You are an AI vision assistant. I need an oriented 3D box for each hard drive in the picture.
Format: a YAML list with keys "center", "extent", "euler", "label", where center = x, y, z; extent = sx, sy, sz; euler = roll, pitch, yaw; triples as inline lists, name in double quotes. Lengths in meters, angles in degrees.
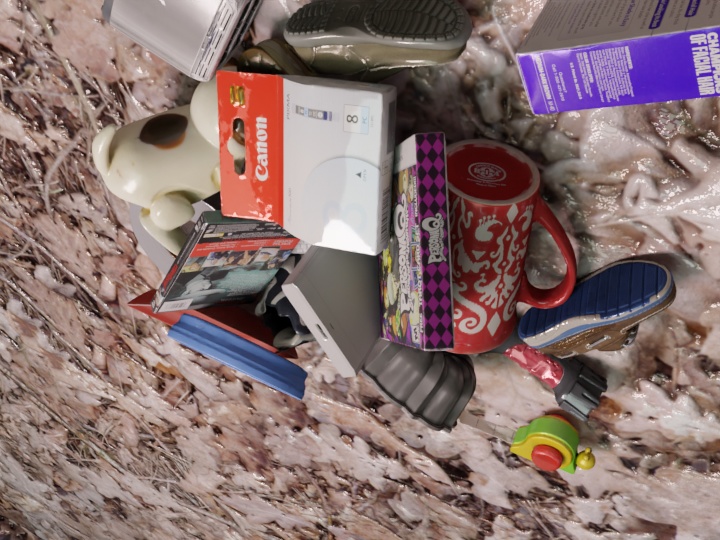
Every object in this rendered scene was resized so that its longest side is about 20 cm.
- center: [0.000, 0.000, 0.972]
  extent: [0.026, 0.201, 0.133]
  euler: [-9, 125, 40]
  label: "hard drive"

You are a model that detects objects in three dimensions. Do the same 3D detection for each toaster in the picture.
- center: [-0.171, -0.282, 0.868]
  extent: [0.128, 0.114, 0.200]
  euler: [35, 138, -7]
  label: "toaster"

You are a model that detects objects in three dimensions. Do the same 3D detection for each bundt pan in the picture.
- center: [0.065, 0.099, 1.069]
  extent: [0.201, 0.202, 0.076]
  euler: [39, 102, -8]
  label: "bundt pan"

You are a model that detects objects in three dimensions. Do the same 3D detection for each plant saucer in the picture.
- center: [-0.213, 0.074, 1.268]
  extent: [0.199, 0.037, 0.199]
  euler: [30, 160, -35]
  label: "plant saucer"

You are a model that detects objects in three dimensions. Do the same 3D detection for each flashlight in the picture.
- center: [0.200, 0.108, 1.054]
  extent: [0.199, 0.068, 0.068]
  euler: [35, 108, 5]
  label: "flashlight"

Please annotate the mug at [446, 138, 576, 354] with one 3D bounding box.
- center: [0.139, -0.033, 0.935]
  extent: [0.202, 0.175, 0.134]
  euler: [94, 154, -44]
  label: "mug"

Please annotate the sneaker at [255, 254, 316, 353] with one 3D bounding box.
- center: [-0.058, 0.082, 1.160]
  extent: [0.199, 0.130, 0.079]
  euler: [46, 141, -16]
  label: "sneaker"

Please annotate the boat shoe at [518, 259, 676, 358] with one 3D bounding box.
- center: [0.269, 0.048, 0.955]
  extent: [0.072, 0.073, 0.199]
  euler: [35, 146, -23]
  label: "boat shoe"

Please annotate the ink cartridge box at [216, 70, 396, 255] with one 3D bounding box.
- center: [-0.064, -0.112, 0.875]
  extent: [0.197, 0.047, 0.162]
  euler: [9, 113, 17]
  label: "ink cartridge box"

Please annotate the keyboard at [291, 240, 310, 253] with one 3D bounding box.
- center: [-0.086, -0.043, 1.081]
  extent: [0.197, 0.011, 0.057]
  euler: [1, 140, -1]
  label: "keyboard"

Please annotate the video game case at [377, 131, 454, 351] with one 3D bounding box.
- center: [0.051, -0.025, 0.882]
  extent: [0.035, 0.203, 0.181]
  euler: [-3, 180, -11]
  label: "video game case"

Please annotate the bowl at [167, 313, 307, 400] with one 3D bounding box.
- center: [-0.160, 0.114, 1.158]
  extent: [0.199, 0.040, 0.201]
  euler: [25, 170, 5]
  label: "bowl"

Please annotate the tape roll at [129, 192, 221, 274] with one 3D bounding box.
- center: [-0.213, -0.053, 1.177]
  extent: [0.198, 0.066, 0.202]
  euler: [19, 139, 17]
  label: "tape roll"

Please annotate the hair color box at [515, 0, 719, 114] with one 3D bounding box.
- center: [0.237, -0.186, 0.689]
  extent: [0.198, 0.110, 0.065]
  euler: [0, 132, 36]
  label: "hair color box"

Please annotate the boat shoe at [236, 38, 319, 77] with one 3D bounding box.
- center: [-0.046, -0.168, 0.940]
  extent: [0.074, 0.067, 0.201]
  euler: [-24, 112, 38]
  label: "boat shoe"

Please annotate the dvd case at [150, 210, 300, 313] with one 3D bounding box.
- center: [-0.157, -0.010, 1.050]
  extent: [0.200, 0.144, 0.022]
  euler: [-51, 54, 45]
  label: "dvd case"

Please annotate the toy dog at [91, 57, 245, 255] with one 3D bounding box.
- center: [-0.188, -0.151, 0.988]
  extent: [0.199, 0.140, 0.194]
  euler: [-34, 138, 11]
  label: "toy dog"

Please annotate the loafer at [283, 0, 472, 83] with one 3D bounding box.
- center: [0.021, -0.223, 0.842]
  extent: [0.198, 0.076, 0.070]
  euler: [11, 149, 32]
  label: "loafer"

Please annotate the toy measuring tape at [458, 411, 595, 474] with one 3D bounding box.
- center: [0.219, 0.213, 1.157]
  extent: [0.198, 0.074, 0.074]
  euler: [22, 141, 13]
  label: "toy measuring tape"
